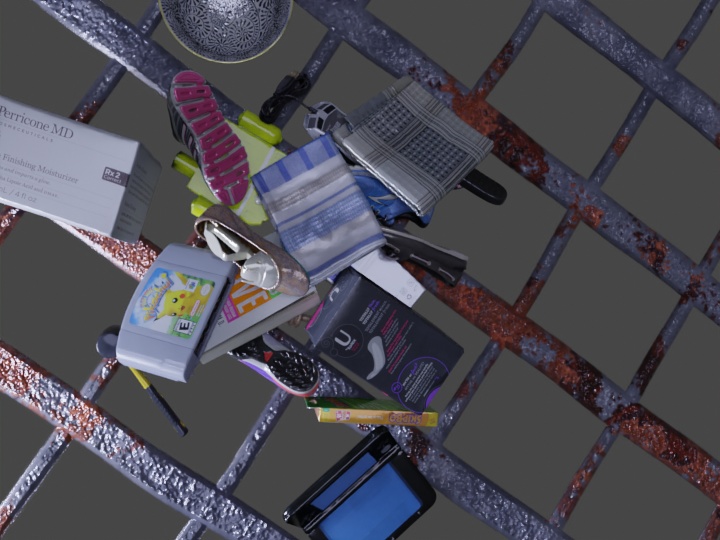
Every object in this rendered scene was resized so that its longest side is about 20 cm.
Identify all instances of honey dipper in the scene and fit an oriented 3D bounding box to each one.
[{"bbox_3d":[-0.043,0.087,1.145,0.196,0.038,0.039,17,86,-9],"label":"honey dipper"}]

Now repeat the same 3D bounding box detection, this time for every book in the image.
[{"bbox_3d":[-0.177,0.035,1.103,0.198,0.048,0.135,-28,62,-8],"label":"book"}]

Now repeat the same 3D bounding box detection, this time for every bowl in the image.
[{"bbox_3d":[-0.201,-0.402,1.107,0.196,0.094,0.205,0,88,-7],"label":"bowl"}]

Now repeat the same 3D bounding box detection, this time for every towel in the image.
[{"bbox_3d":[0.081,-0.201,1.114,0.199,0.035,0.192,41,64,15],"label":"towel"},{"bbox_3d":[-0.064,-0.090,1.077,0.145,0.024,0.202,-28,76,1],"label":"towel"}]

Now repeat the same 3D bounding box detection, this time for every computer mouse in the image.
[{"bbox_3d":[-0.054,-0.222,1.143,0.199,0.044,0.110,36,59,-7],"label":"computer mouse"}]

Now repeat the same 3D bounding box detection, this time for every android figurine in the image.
[{"bbox_3d":[-0.186,-0.150,1.130,0.198,0.041,0.184,31,84,-4],"label":"android figurine"}]

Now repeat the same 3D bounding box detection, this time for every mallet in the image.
[{"bbox_3d":[-0.323,0.169,1.088,0.041,0.066,0.201,-35,94,-4],"label":"mallet"}]

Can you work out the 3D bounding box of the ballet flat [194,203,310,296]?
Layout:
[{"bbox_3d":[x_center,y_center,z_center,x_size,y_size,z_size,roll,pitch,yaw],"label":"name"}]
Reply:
[{"bbox_3d":[-0.162,-0.019,1.044,0.199,0.067,0.069,36,126,17],"label":"ballet flat"}]

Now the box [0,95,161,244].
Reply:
[{"bbox_3d":[-0.402,-0.132,1.018,0.195,0.200,0.133,17,87,-7],"label":"box"}]

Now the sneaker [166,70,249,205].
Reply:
[{"bbox_3d":[-0.228,-0.193,1.078,0.073,0.087,0.203,-32,111,-22],"label":"sneaker"}]

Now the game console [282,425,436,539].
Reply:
[{"bbox_3d":[0.005,0.357,1.107,0.199,0.176,0.117,-40,65,-8],"label":"game console"}]

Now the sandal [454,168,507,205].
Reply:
[{"bbox_3d":[0.140,-0.154,1.161,0.198,0.075,0.045,33,128,3],"label":"sandal"}]

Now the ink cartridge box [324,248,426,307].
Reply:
[{"bbox_3d":[0.000,0.000,1.152,0.200,0.039,0.100,44,84,-6],"label":"ink cartridge box"}]

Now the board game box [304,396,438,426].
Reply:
[{"bbox_3d":[0.013,0.215,1.118,0.196,0.096,0.031,7,89,-8],"label":"board game box"}]

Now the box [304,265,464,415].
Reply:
[{"bbox_3d":[0.033,0.101,1.080,0.199,0.106,0.123,35,91,-17],"label":"box"}]

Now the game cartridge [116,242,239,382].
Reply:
[{"bbox_3d":[-0.270,0.054,1.064,0.131,0.041,0.203,10,62,19],"label":"game cartridge"}]

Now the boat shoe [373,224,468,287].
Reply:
[{"bbox_3d":[0.085,-0.022,1.128,0.197,0.067,0.058,17,93,-29],"label":"boat shoe"}]

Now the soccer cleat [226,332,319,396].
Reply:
[{"bbox_3d":[-0.149,0.130,1.118,0.198,0.073,0.069,31,68,12],"label":"soccer cleat"}]

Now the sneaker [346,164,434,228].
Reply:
[{"bbox_3d":[0.026,-0.110,1.139,0.196,0.079,0.091,10,85,-8],"label":"sneaker"}]
